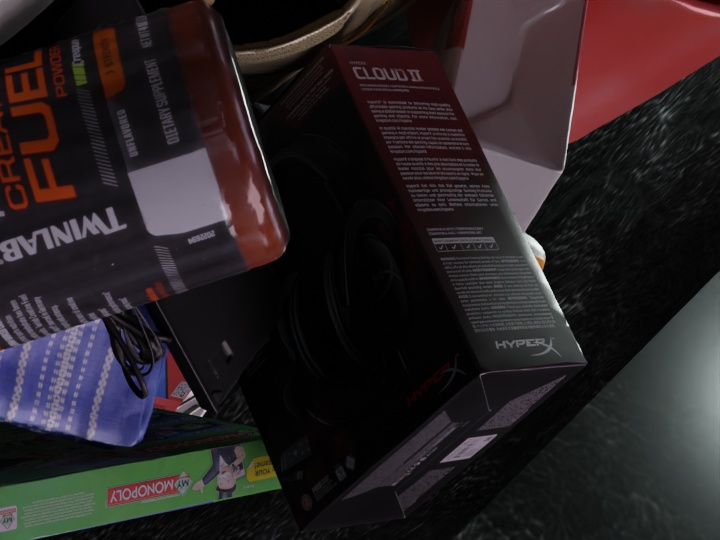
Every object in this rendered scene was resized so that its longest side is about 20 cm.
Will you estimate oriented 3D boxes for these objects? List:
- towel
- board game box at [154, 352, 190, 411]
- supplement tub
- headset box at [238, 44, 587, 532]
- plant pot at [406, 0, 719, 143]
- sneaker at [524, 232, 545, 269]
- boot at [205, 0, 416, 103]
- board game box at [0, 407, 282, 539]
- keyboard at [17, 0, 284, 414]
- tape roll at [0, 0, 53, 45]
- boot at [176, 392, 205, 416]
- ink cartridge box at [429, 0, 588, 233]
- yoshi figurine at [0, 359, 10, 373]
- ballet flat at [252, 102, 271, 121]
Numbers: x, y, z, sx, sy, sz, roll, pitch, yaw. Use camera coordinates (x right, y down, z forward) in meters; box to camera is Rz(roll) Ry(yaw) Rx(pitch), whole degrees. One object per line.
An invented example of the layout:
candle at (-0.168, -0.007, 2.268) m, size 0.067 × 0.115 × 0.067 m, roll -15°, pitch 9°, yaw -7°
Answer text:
towel at (-0.154, -0.006, 0.904) m, size 0.199 × 0.024 × 0.146 m, roll 18°, pitch 90°, yaw -42°
board game box at (-0.148, 0.024, 1.131) m, size 0.199 × 0.019 × 0.103 m, roll 18°, pitch 117°, yaw -48°
supplement tub at (-0.134, -0.025, 0.802) m, size 0.199 × 0.108 × 0.107 m, roll -18°, pitch 163°, yaw -1°
headset box at (0.000, 0.000, 1.006) m, size 0.077 × 0.201 × 0.149 m, roll -3°, pitch 150°, yaw -43°
plant pot at (0.128, -0.176, 1.196) m, size 0.200 × 0.201 × 0.177 m, roll -32°, pitch 171°, yaw -41°
sneaker at (0.044, -0.064, 1.260) m, size 0.092 × 0.200 × 0.076 m, roll -56°, pitch 144°, yaw 3°
boot at (-0.009, -0.155, 1.012) m, size 0.200 × 0.073 × 0.155 m, roll -36°, pitch -179°, yaw -12°
board game box at (-0.149, 0.094, 0.999) m, size 0.199 × 0.134 × 0.029 m, roll -5°, pitch 100°, yaw -47°
keyboard at (-0.103, -0.027, 0.916) m, size 0.104 × 0.039 × 0.201 m, roll -55°, pitch 132°, yaw -39°
tape roll at (-0.153, -0.147, 0.710) m, size 0.202 × 0.071 × 0.203 m, roll -42°, pitch 164°, yaw -15°
boot at (-0.118, 0.069, 1.325) m, size 0.199 × 0.074 × 0.096 m, roll -26°, pitch 140°, yaw -24°
ink cartridge box at (0.057, -0.061, 1.132) m, size 0.200 × 0.067 × 0.117 m, roll 118°, pitch -14°, yaw -61°
yoshi figurine at (-0.187, 0.011, 0.972) m, size 0.199 × 0.112 × 0.112 m, roll -31°, pitch 171°, yaw -22°
ballet flat at (-0.108, -0.021, 1.188) m, size 0.200 × 0.073 × 0.073 m, roll -44°, pitch 166°, yaw 11°
